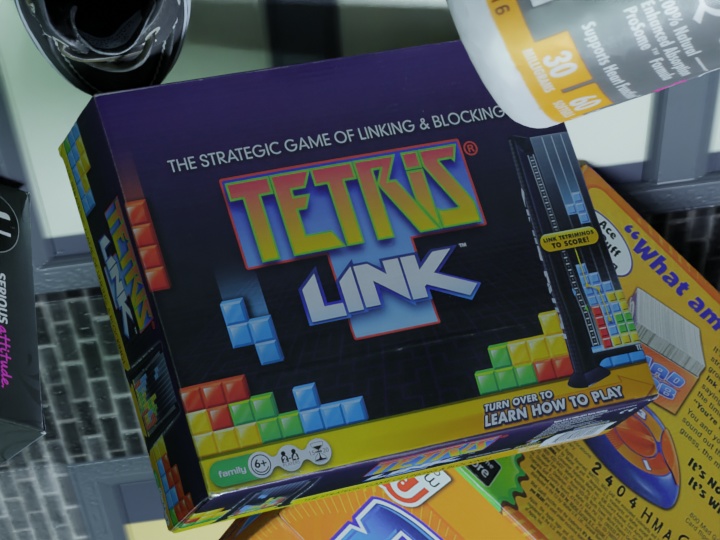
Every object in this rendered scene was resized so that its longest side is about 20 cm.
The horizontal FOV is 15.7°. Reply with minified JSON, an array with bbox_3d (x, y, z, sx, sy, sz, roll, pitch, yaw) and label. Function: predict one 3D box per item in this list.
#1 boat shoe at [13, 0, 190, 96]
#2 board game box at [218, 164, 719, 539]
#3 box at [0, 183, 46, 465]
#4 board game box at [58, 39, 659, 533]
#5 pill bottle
[{"bbox_3d":[-0.095,-0.110,0.963,0.070,0.067,0.200,-5,150,-6],"label":"boat shoe"},{"bbox_3d":[0.078,0.119,1.195,0.200,0.200,0.200,44,135,-4],"label":"board game box"},{"bbox_3d":[-0.255,0.024,1.099,0.199,0.125,0.148,18,142,-37],"label":"box"},{"bbox_3d":[0.000,0.000,1.034,0.199,0.166,0.057,-11,165,-25],"label":"board game box"},{"bbox_3d":[0.131,-0.134,0.931,0.199,0.117,0.116,-18,149,18],"label":"pill bottle"}]
